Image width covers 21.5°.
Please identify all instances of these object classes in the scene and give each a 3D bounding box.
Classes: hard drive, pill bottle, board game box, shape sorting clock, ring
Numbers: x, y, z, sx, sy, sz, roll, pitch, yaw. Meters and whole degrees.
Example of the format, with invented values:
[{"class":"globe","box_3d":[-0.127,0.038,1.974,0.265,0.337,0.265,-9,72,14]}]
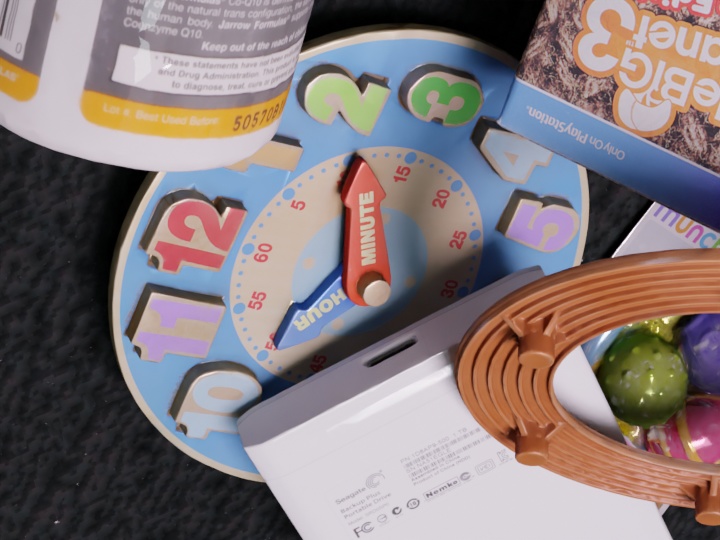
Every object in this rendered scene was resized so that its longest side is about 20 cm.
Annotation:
[{"class":"hard drive","box_3d":[0.051,0.103,0.775,0.131,0.027,0.200,-27,125,3]},{"class":"pill bottle","box_3d":[-0.056,-0.141,0.575,0.116,0.116,0.201,5,118,-25]},{"class":"board game box","box_3d":[0.163,-0.113,0.643,0.097,0.159,0.201,-32,145,-61]},{"class":"shape sorting clock","box_3d":[0.000,0.000,0.731,0.199,0.039,0.201,-10,123,-16]},{"class":"ring","box_3d":[0.132,0.049,0.669,0.199,0.019,0.201,6,151,3]}]

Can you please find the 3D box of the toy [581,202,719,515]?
[{"class":"toy","box_3d":[0.127,0.062,0.814,0.115,0.047,0.200,29,106,-35]}]
